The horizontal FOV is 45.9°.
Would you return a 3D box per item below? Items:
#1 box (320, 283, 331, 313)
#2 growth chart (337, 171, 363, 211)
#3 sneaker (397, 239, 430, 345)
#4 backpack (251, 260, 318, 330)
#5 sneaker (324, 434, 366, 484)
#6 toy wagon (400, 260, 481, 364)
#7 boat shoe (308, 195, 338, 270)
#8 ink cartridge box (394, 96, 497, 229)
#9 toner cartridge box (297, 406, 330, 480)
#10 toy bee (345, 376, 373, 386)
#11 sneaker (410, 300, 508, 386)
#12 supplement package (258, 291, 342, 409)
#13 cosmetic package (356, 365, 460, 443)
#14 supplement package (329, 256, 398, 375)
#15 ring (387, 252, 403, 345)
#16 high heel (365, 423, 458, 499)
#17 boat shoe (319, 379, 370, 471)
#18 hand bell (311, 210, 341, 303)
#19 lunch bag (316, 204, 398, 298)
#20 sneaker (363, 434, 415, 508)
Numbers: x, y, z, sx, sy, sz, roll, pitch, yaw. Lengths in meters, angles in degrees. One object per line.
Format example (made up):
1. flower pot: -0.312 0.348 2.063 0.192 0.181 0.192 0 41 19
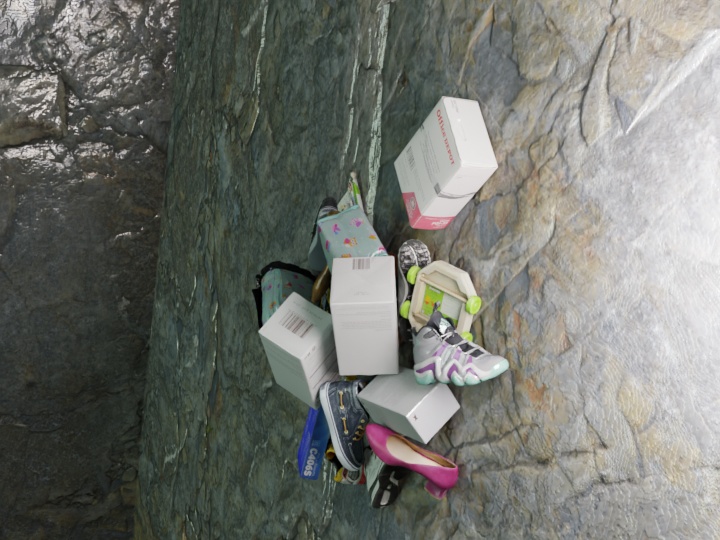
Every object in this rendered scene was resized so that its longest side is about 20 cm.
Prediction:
1. box: -0.055 0.114 1.908 0.200 0.048 0.163 -122 41 -70
2. growth chart: -0.035 -0.109 1.960 0.201 0.017 0.147 -53 45 50
3. sneaker: 0.105 0.042 1.639 0.079 0.072 0.206 -129 38 -85
4. backpack: -0.172 0.085 2.035 0.127 0.164 0.203 -52 29 43
5. sneaker: -0.042 0.378 1.887 0.079 0.080 0.203 118 144 -43
6. toy wagon: 0.141 0.088 1.544 0.154 0.039 0.204 27 116 39
7. boat shoe: -0.083 -0.085 1.953 0.202 0.072 0.069 95 175 -48
8. ink cartridge box: 0.150 -0.189 1.528 0.200 0.081 0.149 -50 46 52
9. toner cartridge box: -0.095 0.352 1.889 0.095 0.042 0.204 -115 39 -69
10. toy bee: -0.007 0.259 1.796 0.132 0.106 0.203 -116 37 -45
11. sneaker: 0.157 0.120 1.451 0.197 0.077 0.143 -10 94 43
12. supplement package: -0.112 0.165 1.723 0.116 0.118 0.202 28 151 25
13. cosmetic package: 0.087 0.246 1.600 0.072 0.101 0.199 55 160 -18
14. supplement package: 0.010 0.088 1.605 0.121 0.118 0.203 -88 -5 -46
15. ring: 0.061 0.065 1.765 0.199 0.019 0.206 -6 83 62
16. high heel: 0.094 0.333 1.569 0.199 0.067 0.097 41 138 22
17. boat shoe: -0.012 0.315 1.716 0.089 0.071 0.204 -10 110 26
18. hand bell: -0.063 -0.016 1.860 0.203 0.102 0.104 -65 35 20
19. lunch bag: 0.000 0.000 1.733 0.172 0.120 0.202 -119 10 -45
20. sneaker: 0.044 0.378 1.724 0.116 0.074 0.203 61 143 42
